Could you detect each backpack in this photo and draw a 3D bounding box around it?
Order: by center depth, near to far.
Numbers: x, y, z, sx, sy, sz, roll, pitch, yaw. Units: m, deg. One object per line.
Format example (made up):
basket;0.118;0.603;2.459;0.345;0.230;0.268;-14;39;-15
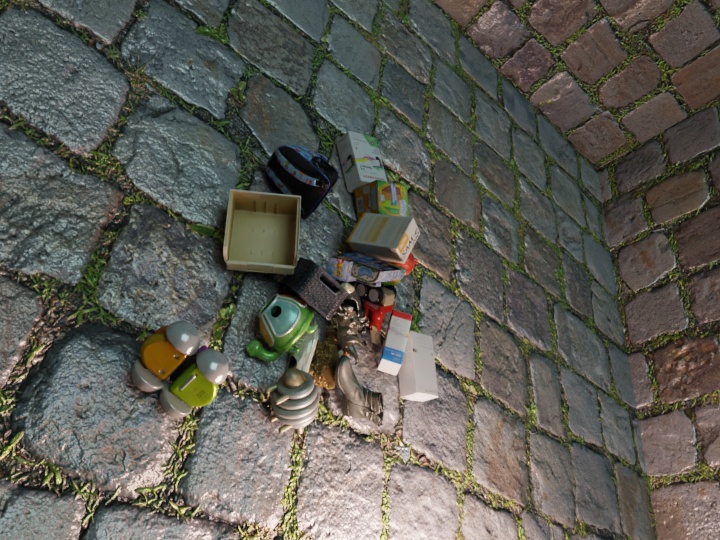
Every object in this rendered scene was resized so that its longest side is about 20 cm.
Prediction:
backpack;-0.186;-0.293;1.649;0.199;0.183;0.135;40;37;-3

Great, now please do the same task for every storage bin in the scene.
storage bin;-0.266;-0.103;1.463;0.193;0.094;0.204;5;61;-10
storage bin;-0.129;0.048;1.482;0.135;0.199;0.094;42;83;-18

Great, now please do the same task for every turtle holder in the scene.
turtle holder;-0.214;0.149;1.422;0.132;0.185;0.142;44;13;-15

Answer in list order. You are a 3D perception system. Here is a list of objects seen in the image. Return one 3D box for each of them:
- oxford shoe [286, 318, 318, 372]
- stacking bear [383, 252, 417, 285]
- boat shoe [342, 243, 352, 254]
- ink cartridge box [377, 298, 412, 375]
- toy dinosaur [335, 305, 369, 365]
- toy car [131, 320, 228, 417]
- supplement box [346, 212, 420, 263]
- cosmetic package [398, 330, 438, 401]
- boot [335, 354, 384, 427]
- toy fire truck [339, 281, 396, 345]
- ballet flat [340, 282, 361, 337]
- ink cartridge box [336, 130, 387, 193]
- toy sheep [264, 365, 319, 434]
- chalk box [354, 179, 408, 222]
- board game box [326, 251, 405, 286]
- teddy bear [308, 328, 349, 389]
oxford shoe;-0.162;0.215;1.465;0.057;0.075;0.205;29;54;-24
stacking bear;0.097;-0.001;1.731;0.120;0.198;0.116;35;48;-22
boat shoe;0.005;-0.086;1.784;0.076;0.071;0.201;47;44;-12
ink cartridge box;0.111;0.206;1.663;0.065;0.117;0.205;15;64;2
toy dinosaur;-0.030;0.173;1.534;0.099;0.206;0.077;-1;27;-13
toy car;-0.397;0.210;1.207;0.200;0.175;0.150;46;8;-13
supplement box;0.071;-0.104;1.672;0.128;0.196;0.074;-58;138;-25
cosmetic package;0.181;0.311;1.731;0.111;0.080;0.206;16;57;-38
boot;0.006;0.327;1.466;0.068;0.127;0.206;-43;131;-51
toy fire truck;0.019;0.129;1.646;0.127;0.173;0.206;-5;110;-52
ballet flat;-0.028;0.127;1.568;0.057;0.064;0.205;-74;157;-59
ink cartridge box;0.006;-0.384;1.936;0.142;0.083;0.206;2;68;-42
toy sheep;-0.167;0.333;1.355;0.137;0.135;0.205;-38;138;-47
chalk box;0.092;-0.231;1.891;0.196;0.122;0.129;1;81;-42
board game box;0.000;0.000;1.568;0.198;0.196;0.064;-6;111;-54
teddy bear;-0.090;0.256;1.527;0.145;0.066;0.204;42;38;-31
